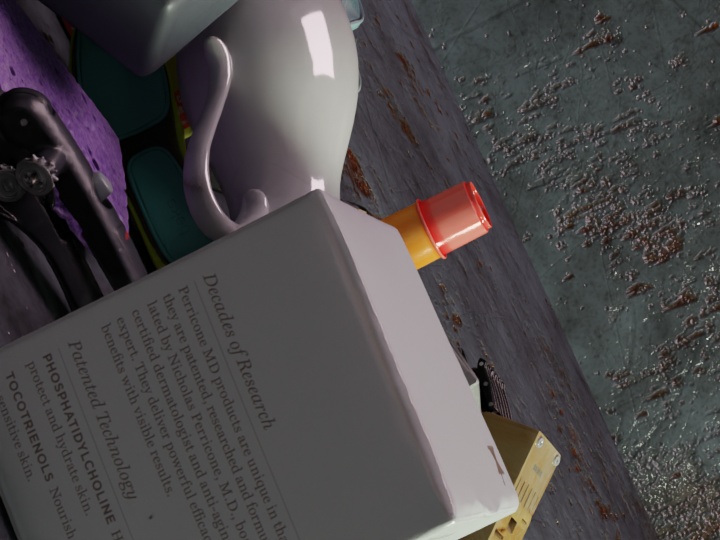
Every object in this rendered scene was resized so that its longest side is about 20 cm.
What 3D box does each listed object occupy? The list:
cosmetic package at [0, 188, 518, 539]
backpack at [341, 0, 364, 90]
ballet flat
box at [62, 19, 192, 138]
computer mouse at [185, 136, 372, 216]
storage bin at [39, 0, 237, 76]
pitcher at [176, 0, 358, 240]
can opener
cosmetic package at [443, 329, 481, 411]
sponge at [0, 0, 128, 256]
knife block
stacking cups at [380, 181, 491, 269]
[{"bbox_3d":[-0.053,0.085,0.914,0.167,0.199,0.167,66,11,11],"label":"cosmetic package"},{"bbox_3d":[-0.086,-0.187,1.465,0.177,0.151,0.201,16,46,-32],"label":"backpack"},{"bbox_3d":[-0.146,-0.082,1.244,0.067,0.066,0.201,119,-50,-78],"label":"ballet flat"},{"bbox_3d":[-0.169,-0.182,1.301,0.201,0.075,0.050,65,13,-4],"label":"box"},{"bbox_3d":[-0.065,-0.070,1.414,0.199,0.034,0.059,16,17,-41],"label":"computer mouse"},{"bbox_3d":[-0.120,-0.226,1.132,0.134,0.200,0.146,40,-33,4],"label":"storage bin"},{"bbox_3d":[-0.068,-0.105,1.206,0.171,0.120,0.202,19,61,-63],"label":"pitcher"},{"bbox_3d":[-0.152,-0.014,1.030,0.201,0.063,0.079,60,17,-20],"label":"can opener"},{"bbox_3d":[0.030,0.112,1.342,0.107,0.090,0.200,53,-13,29],"label":"cosmetic package"},{"bbox_3d":[-0.202,-0.109,1.098,0.200,0.030,0.112,55,14,-39],"label":"sponge"},{"bbox_3d":[0.088,0.178,1.747,0.201,0.175,0.064,-63,145,-15],"label":"knife block"},{"bbox_3d":[0.000,0.000,1.339,0.061,0.199,0.061,61,13,-24],"label":"stacking cups"}]
